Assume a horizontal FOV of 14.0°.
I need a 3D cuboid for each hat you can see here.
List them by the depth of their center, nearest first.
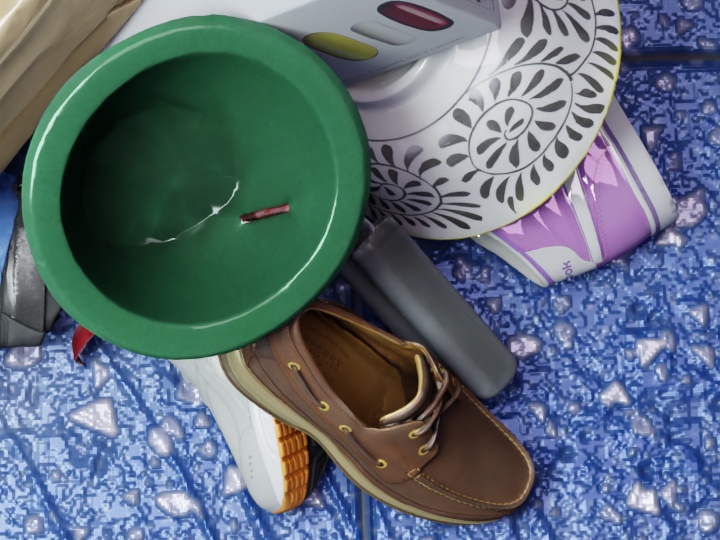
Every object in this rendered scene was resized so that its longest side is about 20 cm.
[{"bbox_3d":[-0.103,-0.050,1.500,0.200,0.176,0.166,-36,107,-1],"label":"hat"}]

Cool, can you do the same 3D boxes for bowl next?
[{"bbox_3d":[0.029,-0.122,1.552,0.200,0.094,0.202,-6,78,32],"label":"bowl"}]

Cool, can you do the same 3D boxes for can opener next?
[{"bbox_3d":[0.000,0.000,1.564,0.200,0.053,0.067,44,71,-14],"label":"can opener"}]

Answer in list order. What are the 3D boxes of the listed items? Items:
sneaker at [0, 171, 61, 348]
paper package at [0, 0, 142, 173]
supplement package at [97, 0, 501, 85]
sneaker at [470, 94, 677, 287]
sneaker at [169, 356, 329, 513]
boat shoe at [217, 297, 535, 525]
[{"bbox_3d":[-0.214,-0.046,1.591,0.111,0.077,0.201,-5,65,-16],"label":"sneaker"},{"bbox_3d":[-0.239,-0.140,1.448,0.200,0.103,0.191,42,95,20],"label":"paper package"},{"bbox_3d":[-0.046,-0.176,1.488,0.200,0.111,0.156,-18,68,34],"label":"supplement package"},{"bbox_3d":[0.077,-0.087,1.606,0.114,0.073,0.201,-29,80,-4],"label":"sneaker"},{"bbox_3d":[-0.079,0.037,1.585,0.092,0.076,0.201,-15,88,25],"label":"sneaker"},{"bbox_3d":[0.018,0.074,1.535,0.200,0.067,0.072,34,65,-25],"label":"boat shoe"}]
